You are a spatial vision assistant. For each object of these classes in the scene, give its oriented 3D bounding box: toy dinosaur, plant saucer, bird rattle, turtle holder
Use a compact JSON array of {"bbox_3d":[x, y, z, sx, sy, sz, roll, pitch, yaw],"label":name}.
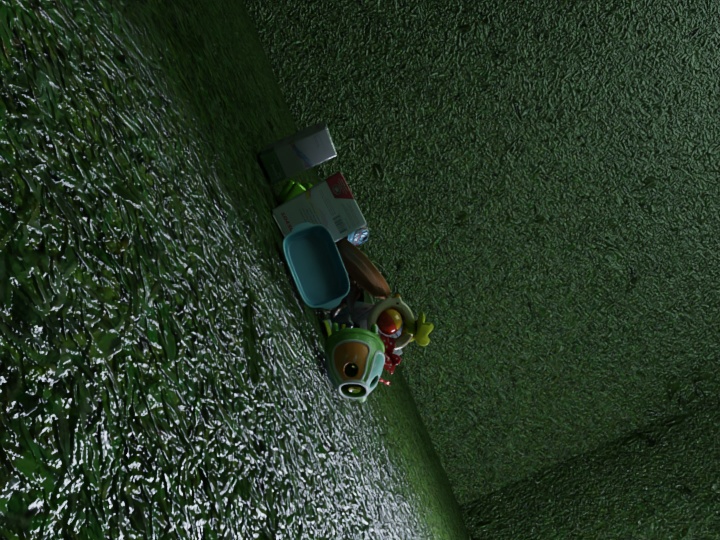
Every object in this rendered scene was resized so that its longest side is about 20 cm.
[{"bbox_3d":[-0.037,0.062,1.512,0.199,0.133,0.088,28,-45,62],"label":"toy dinosaur"},{"bbox_3d":[0.000,0.000,1.419,0.200,0.032,0.201,45,-11,11],"label":"plant saucer"},{"bbox_3d":[0.081,0.157,1.397,0.165,0.198,0.113,58,-3,0],"label":"bird rattle"},{"bbox_3d":[-0.019,0.212,1.199,0.187,0.138,0.134,122,-24,-48],"label":"turtle holder"}]

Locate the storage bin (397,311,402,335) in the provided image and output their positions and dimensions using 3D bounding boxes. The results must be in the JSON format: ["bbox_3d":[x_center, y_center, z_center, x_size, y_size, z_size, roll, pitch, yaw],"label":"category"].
[{"bbox_3d":[0.059,0.214,1.836,0.134,0.198,0.147,44,19,-50],"label":"storage bin"}]

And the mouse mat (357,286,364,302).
[{"bbox_3d":[-0.017,0.052,1.665,0.200,0.007,0.165,141,-51,-69],"label":"mouse mat"}]

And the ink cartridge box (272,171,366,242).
[{"bbox_3d":[-0.103,-0.136,1.366,0.148,0.197,0.083,62,2,-10],"label":"ink cartridge box"}]

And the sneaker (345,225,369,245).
[{"bbox_3d":[-0.019,-0.090,1.619,0.200,0.093,0.081,134,-56,-75],"label":"sneaker"}]

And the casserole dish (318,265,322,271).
[{"bbox_3d":[-0.103,0.002,1.358,0.038,0.123,0.200,29,1,6],"label":"casserole dish"}]

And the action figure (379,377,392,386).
[{"bbox_3d":[0.071,0.267,1.628,0.097,0.202,0.066,19,28,-18],"label":"action figure"}]

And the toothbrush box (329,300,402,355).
[{"bbox_3d":[0.012,0.172,1.508,0.199,0.084,0.149,4,-59,65],"label":"toothbrush box"}]

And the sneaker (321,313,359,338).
[{"bbox_3d":[-0.031,0.181,1.407,0.201,0.083,0.076,62,6,-55],"label":"sneaker"}]

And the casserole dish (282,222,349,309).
[{"bbox_3d":[-0.103,-0.008,1.228,0.204,0.119,0.039,68,-19,6],"label":"casserole dish"}]

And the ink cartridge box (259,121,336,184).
[{"bbox_3d":[-0.170,-0.331,1.511,0.146,0.196,0.089,-107,171,-68],"label":"ink cartridge box"}]

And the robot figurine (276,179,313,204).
[{"bbox_3d":[-0.136,-0.162,1.507,0.199,0.117,0.174,39,-7,-35],"label":"robot figurine"}]
